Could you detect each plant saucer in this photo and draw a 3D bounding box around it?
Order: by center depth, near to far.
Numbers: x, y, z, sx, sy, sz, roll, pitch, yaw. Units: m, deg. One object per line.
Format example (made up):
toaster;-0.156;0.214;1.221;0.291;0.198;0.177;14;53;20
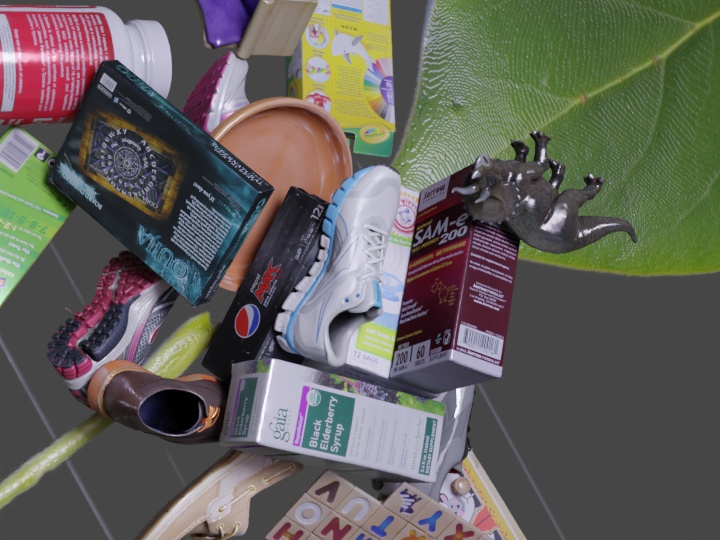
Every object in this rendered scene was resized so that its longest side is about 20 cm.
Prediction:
plant saucer;-0.096;-0.076;1.280;0.200;0.037;0.200;-20;124;-33

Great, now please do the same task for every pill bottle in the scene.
pill bottle;-0.288;-0.196;1.250;0.200;0.112;0.112;-6;80;-29

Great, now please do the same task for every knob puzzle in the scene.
knob puzzle;0.087;0.297;1.371;0.220;0.030;0.220;8;74;-27

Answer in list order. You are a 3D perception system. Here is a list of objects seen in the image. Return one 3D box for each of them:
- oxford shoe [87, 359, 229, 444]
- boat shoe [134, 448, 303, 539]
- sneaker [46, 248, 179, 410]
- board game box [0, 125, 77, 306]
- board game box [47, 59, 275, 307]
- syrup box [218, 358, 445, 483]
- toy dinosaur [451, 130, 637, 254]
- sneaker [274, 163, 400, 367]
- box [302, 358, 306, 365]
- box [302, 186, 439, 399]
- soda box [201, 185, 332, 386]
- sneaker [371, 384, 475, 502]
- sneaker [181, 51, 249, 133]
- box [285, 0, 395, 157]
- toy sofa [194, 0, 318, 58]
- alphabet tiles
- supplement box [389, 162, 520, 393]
oxford shoe;-0.160;0.136;1.224;0.200;0.073;0.071;17;93;-50
boat shoe;-0.130;0.222;1.247;0.200;0.074;0.069;-39;91;-31
sneaker;-0.220;0.044;1.253;0.200;0.081;0.075;-53;138;-35
board game box;-0.345;-0.035;1.226;0.096;0.030;0.200;38;59;-14
board game box;-0.186;-0.080;1.197;0.200;0.135;0.028;40;26;15
syrup box;-0.025;0.144;1.234;0.200;0.081;0.079;18;73;-31
toy dinosaur;0.164;-0.061;1.207;0.200;0.077;0.102;34;74;-27
sneaker;0.000;0.000;1.217;0.075;0.087;0.200;18;97;-46
box;-0.011;0.031;1.384;0.137;0.038;0.200;6;74;-27
box;0.026;0.025;1.323;0.112;0.101;0.200;22;67;-24
soda box;-0.073;0.025;1.277;0.063;0.071;0.200;24;95;-47
sneaker;0.087;0.162;1.378;0.079;0.074;0.200;34;66;-8
sneaker;-0.133;-0.123;1.341;0.088;0.081;0.200;12;77;-30
box;-0.022;-0.221;1.441;0.117;0.048;0.200;7;71;-27
toy sofa;-0.127;-0.319;1.352;0.098;0.083;0.200;-2;56;-31
alphabet tiles;0.016;0.277;1.281;0.200;0.167;0.008;35;20;-17
supplement box;0.093;0.008;1.242;0.061;0.109;0.200;21;67;-25
